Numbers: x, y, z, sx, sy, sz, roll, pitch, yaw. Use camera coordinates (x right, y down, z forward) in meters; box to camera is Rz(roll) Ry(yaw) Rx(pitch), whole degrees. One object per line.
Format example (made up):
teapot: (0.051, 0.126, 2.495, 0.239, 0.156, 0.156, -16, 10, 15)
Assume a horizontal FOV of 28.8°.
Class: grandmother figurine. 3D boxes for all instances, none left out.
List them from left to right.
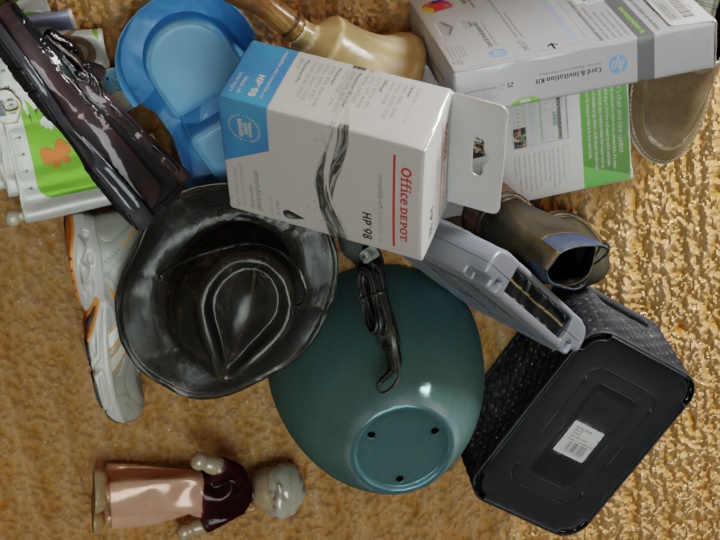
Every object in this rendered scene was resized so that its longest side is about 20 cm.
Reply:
grandmother figurine: (-0.146, 0.203, 1.291, 0.197, 0.061, 0.122, 0, 147, -15)

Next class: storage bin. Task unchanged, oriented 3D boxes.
storage bin: (0.192, 0.128, 1.292, 0.134, 0.094, 0.201, 26, 111, -24)

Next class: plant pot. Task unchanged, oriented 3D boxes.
plant pot: (0.023, 0.116, 1.226, 0.197, 0.135, 0.203, -5, 120, -8)

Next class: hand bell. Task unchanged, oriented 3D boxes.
hand bell: (-0.056, -0.183, 1.039, 0.199, 0.105, 0.104, 32, 109, -32)

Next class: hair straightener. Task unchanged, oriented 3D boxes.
hair straightener: (0.000, 0.000, 1.131, 0.040, 0.077, 0.203, -11, 86, 5)

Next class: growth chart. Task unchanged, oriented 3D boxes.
growth chart: (-0.247, -0.131, 1.087, 0.143, 0.018, 0.202, -21, 114, -1)

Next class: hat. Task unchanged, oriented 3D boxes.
hat: (-0.098, 0.032, 1.120, 0.198, 0.081, 0.203, -8, 120, -15)

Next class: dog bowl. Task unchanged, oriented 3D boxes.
dog bowl: (-0.113, -0.136, 1.104, 0.111, 0.050, 0.201, -29, 120, 6)

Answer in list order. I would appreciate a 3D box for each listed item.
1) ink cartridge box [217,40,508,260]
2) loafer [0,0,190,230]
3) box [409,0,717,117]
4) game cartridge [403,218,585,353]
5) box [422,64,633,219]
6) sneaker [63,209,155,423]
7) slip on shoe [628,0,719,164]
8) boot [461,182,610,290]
ink cartridge box: (0.002, -0.082, 1.021, 0.197, 0.067, 0.117, 16, 141, 14)
loafer: (-0.204, -0.125, 1.055, 0.063, 0.072, 0.201, -39, 112, -12)
box: (0.149, -0.182, 1.068, 0.197, 0.156, 0.042, -11, 121, -6)
game cartridge: (0.096, 0.004, 1.155, 0.041, 0.132, 0.200, -62, 145, -6)
box: (0.126, -0.125, 1.167, 0.197, 0.036, 0.146, -11, 122, -4)
sneaker: (-0.189, 0.039, 1.177, 0.091, 0.076, 0.202, -10, 122, -10)
slip on shoe: (0.268, -0.176, 1.151, 0.075, 0.061, 0.202, 4, 118, -14)
boot: (0.172, -0.005, 1.178, 0.199, 0.097, 0.075, 20, 107, -47)
